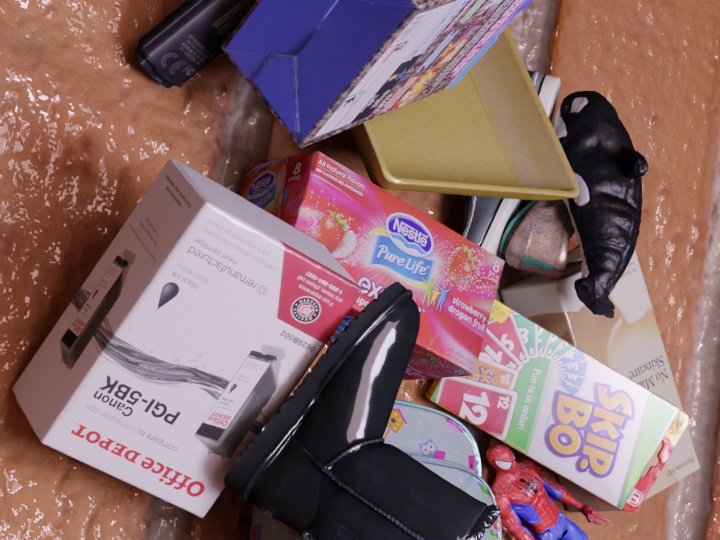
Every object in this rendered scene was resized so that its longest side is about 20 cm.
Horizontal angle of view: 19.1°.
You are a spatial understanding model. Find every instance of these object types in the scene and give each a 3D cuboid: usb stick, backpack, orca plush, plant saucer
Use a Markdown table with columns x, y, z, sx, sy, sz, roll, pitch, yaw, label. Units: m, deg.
| x | y | z | sx | sy | sz | roll | pitch | yaw | label |
| --- | --- | --- | --- | --- | --- | --- | --- | --- | --- |
| -0.075 | -0.205 | 1.540 | 0.055 | 0.200 | 0.033 | 40 | 15 | -53 | usb stick |
| 0.010 | 0.190 | 1.564 | 0.176 | 0.153 | 0.200 | 11 | 71 | -32 | backpack |
| 0.193 | -0.068 | 1.696 | 0.105 | 0.071 | 0.200 | 28 | 51 | -18 | orca plush |
| 0.053 | -0.131 | 1.665 | 0.200 | 0.048 | 0.200 | 2 | 55 | -38 | plant saucer |

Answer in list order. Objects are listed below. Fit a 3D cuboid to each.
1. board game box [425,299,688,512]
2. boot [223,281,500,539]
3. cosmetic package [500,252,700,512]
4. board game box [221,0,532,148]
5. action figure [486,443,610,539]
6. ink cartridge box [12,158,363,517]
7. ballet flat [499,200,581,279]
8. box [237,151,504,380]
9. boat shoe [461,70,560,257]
| x | y | z | sx | sy | sz | roll | pitch | yaw | label |
| --- | --- | --- | --- | --- | --- | --- | --- | --- | --- |
| 0.161 | 0.110 | 1.707 | 0.200 | 0.030 | 0.096 | 30 | 90 | -11 | board game box |
| 0.022 | 0.129 | 1.452 | 0.162 | 0.073 | 0.198 | 37 | 81 | 10 | boot |
| 0.200 | 0.091 | 1.777 | 0.105 | 0.071 | 0.200 | -25 | 100 | -38 | cosmetic package |
| 0.028 | -0.194 | 1.537 | 0.097 | 0.159 | 0.200 | 52 | 40 | 10 | board game box |
| 0.162 | 0.216 | 1.748 | 0.200 | 0.052 | 0.065 | 52 | 60 | -19 | action figure |
| -0.118 | 0.049 | 1.456 | 0.147 | 0.083 | 0.200 | 29 | 100 | -32 | ink cartridge box |
| 0.185 | -0.053 | 1.770 | 0.200 | 0.067 | 0.068 | -49 | 158 | -41 | ballet flat |
| 0.000 | 0.000 | 1.611 | 0.200 | 0.095 | 0.100 | 30 | 67 | -32 | box |
| 0.104 | -0.075 | 1.742 | 0.062 | 0.073 | 0.200 | 19 | 75 | 10 | boat shoe |
